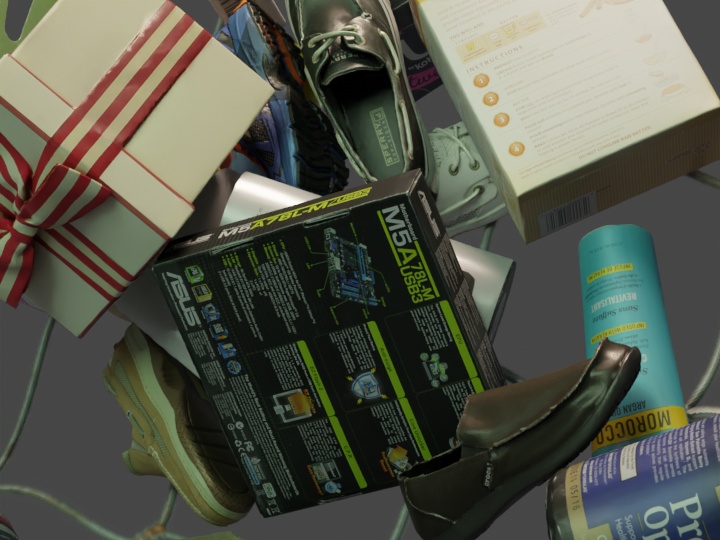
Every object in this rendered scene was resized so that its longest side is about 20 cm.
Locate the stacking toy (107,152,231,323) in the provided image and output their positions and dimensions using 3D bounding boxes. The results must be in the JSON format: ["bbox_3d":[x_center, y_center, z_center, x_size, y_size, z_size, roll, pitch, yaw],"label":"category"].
[{"bbox_3d":[-0.134,-0.060,1.881,0.085,0.085,0.201,3,56,32],"label":"stacking toy"}]

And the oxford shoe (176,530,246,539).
[{"bbox_3d":[-0.115,0.213,1.702,0.199,0.071,0.075,6,36,35],"label":"oxford shoe"}]

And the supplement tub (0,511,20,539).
[{"bbox_3d":[-0.264,0.261,1.693,0.140,0.140,0.200,-41,48,0],"label":"supplement tub"}]

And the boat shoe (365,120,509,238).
[{"bbox_3d":[0.061,-0.067,1.772,0.200,0.069,0.071,-37,48,4],"label":"boat shoe"}]

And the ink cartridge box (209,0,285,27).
[{"bbox_3d":[-0.140,-0.287,1.979,0.057,0.163,0.200,-35,48,-2],"label":"ink cartridge box"}]

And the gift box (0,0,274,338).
[{"bbox_3d":[-0.204,-0.085,1.721,0.187,0.199,0.185,-58,4,-39],"label":"gift box"}]

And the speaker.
[{"bbox_3d":[0.000,0.000,1.700,0.199,0.081,0.082,19,67,7],"label":"speaker"}]

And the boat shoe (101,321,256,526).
[{"bbox_3d":[-0.133,0.120,1.771,0.076,0.072,0.200,-46,39,14],"label":"boat shoe"}]

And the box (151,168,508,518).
[{"bbox_3d":[-0.014,0.052,1.658,0.192,0.201,0.048,-17,19,20],"label":"box"}]

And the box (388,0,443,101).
[{"bbox_3d":[0.054,-0.226,1.843,0.199,0.132,0.115,-31,52,9],"label":"box"}]

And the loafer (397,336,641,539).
[{"bbox_3d":[0.094,0.104,1.589,0.071,0.073,0.200,47,113,1],"label":"loafer"}]

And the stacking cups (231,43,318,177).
[{"bbox_3d":[-0.069,-0.069,1.866,0.060,0.060,0.201,-1,64,30],"label":"stacking cups"}]

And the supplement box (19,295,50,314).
[{"bbox_3d":[-0.273,-0.045,1.934,0.199,0.103,0.102,19,69,36],"label":"supplement box"}]

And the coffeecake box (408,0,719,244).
[{"bbox_3d":[0.139,-0.143,1.726,0.153,0.073,0.201,-23,62,-3],"label":"coffeecake box"}]

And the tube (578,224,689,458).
[{"bbox_3d":[0.177,0.067,1.633,0.077,0.050,0.201,-21,56,26],"label":"tube"}]

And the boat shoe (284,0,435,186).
[{"bbox_3d":[-0.003,-0.143,1.732,0.070,0.064,0.201,-26,78,10],"label":"boat shoe"}]

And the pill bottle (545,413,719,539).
[{"bbox_3d":[0.221,0.143,1.507,0.199,0.112,0.112,-21,51,17],"label":"pill bottle"}]

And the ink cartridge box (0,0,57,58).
[{"bbox_3d":[-0.200,-0.162,1.903,0.048,0.200,0.146,-3,57,31],"label":"ink cartridge box"}]

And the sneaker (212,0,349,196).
[{"bbox_3d":[-0.068,-0.102,1.812,0.078,0.075,0.201,-37,47,18],"label":"sneaker"}]

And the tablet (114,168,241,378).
[{"bbox_3d":[-0.065,0.032,1.766,0.200,0.014,0.130,39,85,19],"label":"tablet"}]
